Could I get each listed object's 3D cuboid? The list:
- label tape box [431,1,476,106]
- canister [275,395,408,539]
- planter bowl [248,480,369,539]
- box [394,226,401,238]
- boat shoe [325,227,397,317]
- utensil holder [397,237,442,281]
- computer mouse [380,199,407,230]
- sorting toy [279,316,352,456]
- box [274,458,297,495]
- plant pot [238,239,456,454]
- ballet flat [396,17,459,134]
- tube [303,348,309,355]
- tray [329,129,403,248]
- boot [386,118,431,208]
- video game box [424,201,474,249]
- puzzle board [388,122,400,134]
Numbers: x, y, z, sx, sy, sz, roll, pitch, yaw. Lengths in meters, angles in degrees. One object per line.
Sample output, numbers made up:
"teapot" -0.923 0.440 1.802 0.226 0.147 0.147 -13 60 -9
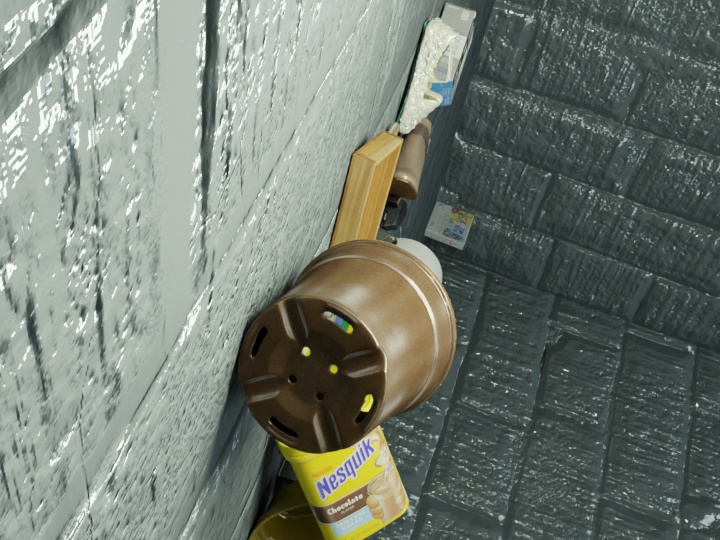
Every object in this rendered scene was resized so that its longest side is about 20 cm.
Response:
"label tape box" 0.150 -0.366 1.760 0.144 0.062 0.203 63 46 -82
"canister" -0.022 0.284 1.378 0.086 0.147 0.202 38 -28 59
"planter bowl" -0.087 0.393 1.526 0.084 0.197 0.202 -106 -157 -45
"box" 0.062 0.023 2.002 0.122 0.047 0.203 -83 173 -66
"boat shoe" 0.000 0.000 1.460 0.069 0.056 0.201 104 12 -47
"utensil holder" 0.061 0.055 1.780 0.201 0.168 0.172 -68 175 -57
"computer mouse" 0.032 -0.074 1.659 0.201 0.058 0.034 -59 145 -50
"sorting toy" -0.053 0.171 1.492 0.201 0.069 0.200 103 8 -51
"box" -0.090 0.363 1.693 0.201 0.085 0.165 104 8 -45
"plant pot" -0.017 0.083 0.972 0.198 0.198 0.203 -31 141 -71
"ballet flat" 0.109 -0.303 1.544 0.072 0.071 0.202 -62 170 -60
"tube" -0.076 0.132 1.254 0.202 0.051 0.058 98 -29 -42
"tray" 0.001 -0.079 1.289 0.099 0.037 0.202 -46 156 -54
"boot" 0.082 -0.192 1.619 0.200 0.069 0.148 132 -20 -80
"video game box" 0.387 -0.197 4.168 0.047 0.180 0.201 104 8 -46
"puzzle board" 0.014 -0.127 1.436 0.200 0.017 0.152 -60 168 -63
